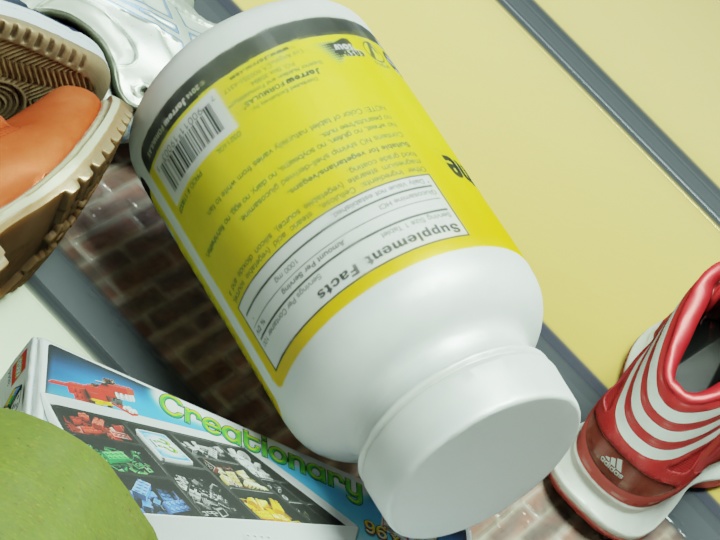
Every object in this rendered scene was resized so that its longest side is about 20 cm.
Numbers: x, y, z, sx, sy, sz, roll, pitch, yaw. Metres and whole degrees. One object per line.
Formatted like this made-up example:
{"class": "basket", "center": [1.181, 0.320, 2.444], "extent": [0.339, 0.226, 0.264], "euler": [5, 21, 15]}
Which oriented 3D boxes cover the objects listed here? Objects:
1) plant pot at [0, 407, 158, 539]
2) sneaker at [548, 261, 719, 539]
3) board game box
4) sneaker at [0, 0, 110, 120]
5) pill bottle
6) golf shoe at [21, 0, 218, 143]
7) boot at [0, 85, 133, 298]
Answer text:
{"class": "plant pot", "center": [-0.136, 0.128, 0.886], "extent": [0.200, 0.200, 0.190], "euler": [38, 22, -4]}
{"class": "sneaker", "center": [0.166, 0.039, 1.326], "extent": [0.078, 0.116, 0.200], "euler": [41, 34, 2]}
{"class": "board game box", "center": [-0.044, 0.113, 1.107], "extent": [0.199, 0.035, 0.127], "euler": [26, 35, -22]}
{"class": "sneaker", "center": [-0.195, -0.120, 1.194], "extent": [0.199, 0.070, 0.109], "euler": [11, 45, -33]}
{"class": "pill bottle", "center": [0.000, 0.000, 1.163], "extent": [0.112, 0.113, 0.200], "euler": [-1, 49, -45]}
{"class": "golf shoe", "center": [-0.073, -0.071, 1.278], "extent": [0.200, 0.078, 0.097], "euler": [37, 53, 0]}
{"class": "boot", "center": [-0.162, -0.036, 1.133], "extent": [0.107, 0.075, 0.200], "euler": [38, 34, 5]}
